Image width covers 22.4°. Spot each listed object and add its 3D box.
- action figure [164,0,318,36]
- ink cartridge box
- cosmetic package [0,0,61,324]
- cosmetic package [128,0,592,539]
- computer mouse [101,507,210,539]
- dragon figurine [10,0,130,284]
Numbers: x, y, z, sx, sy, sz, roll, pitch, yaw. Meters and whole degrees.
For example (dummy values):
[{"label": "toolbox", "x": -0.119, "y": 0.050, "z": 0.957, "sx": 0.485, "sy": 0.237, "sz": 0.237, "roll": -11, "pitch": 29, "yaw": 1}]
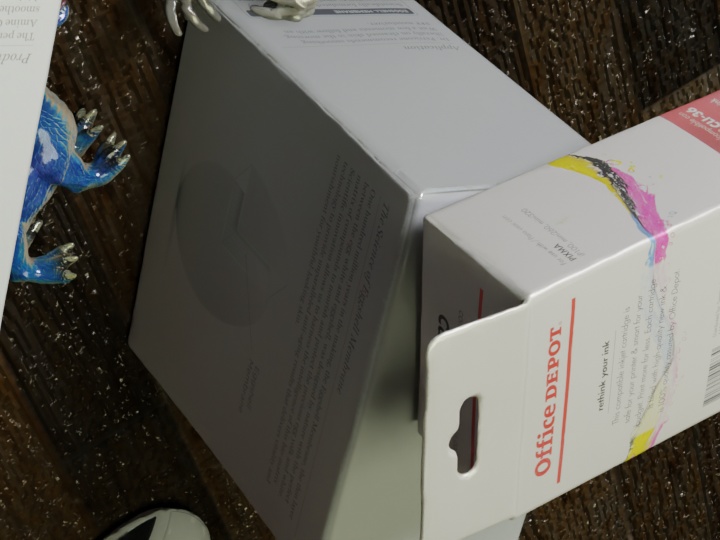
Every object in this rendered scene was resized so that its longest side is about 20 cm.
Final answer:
[{"label": "action figure", "x": -0.055, "y": -0.149, "z": 0.761, "sx": 0.198, "sy": 0.119, "sz": 0.103, "roll": -1, "pitch": 88, "yaw": -27}, {"label": "ink cartridge box", "x": 0.089, "y": 0.018, "z": 0.730, "sx": 0.199, "sy": 0.067, "sz": 0.117, "roll": -23, "pitch": 133, "yaw": -27}, {"label": "cosmetic package", "x": -0.171, "y": -0.067, "z": 0.648, "sx": 0.101, "sy": 0.074, "sz": 0.201, "roll": -3, "pitch": 125, "yaw": -35}, {"label": "cosmetic package", "x": 0.000, "y": 0.000, "z": 0.844, "sx": 0.122, "sy": 0.200, "sz": 0.201, "roll": -5, "pitch": 124, "yaw": -32}, {"label": "computer mouse", "x": -0.159, "y": 0.209, "z": 0.994, "sx": 0.200, "sy": 0.044, "sz": 0.110, "roll": -41, "pitch": 134, "yaw": -3}, {"label": "dragon figurine", "x": -0.169, "y": -0.036, "z": 0.800, "sx": 0.099, "sy": 0.059, "sz": 0.201, "roll": 18, "pitch": 109, "yaw": -41}]
